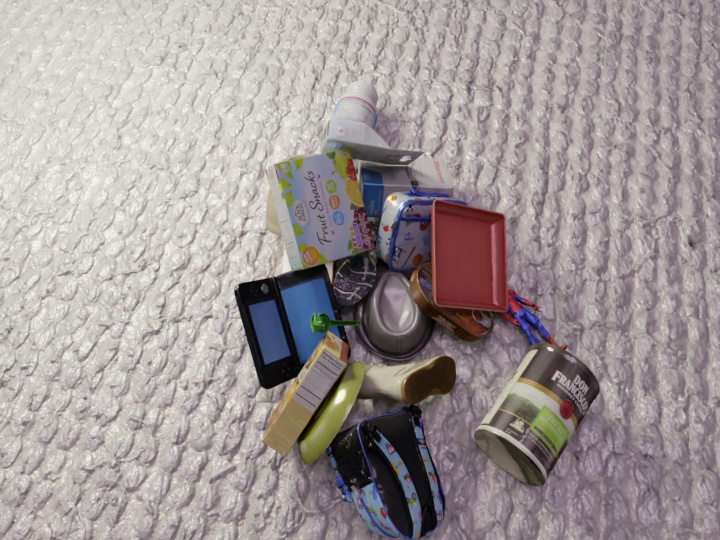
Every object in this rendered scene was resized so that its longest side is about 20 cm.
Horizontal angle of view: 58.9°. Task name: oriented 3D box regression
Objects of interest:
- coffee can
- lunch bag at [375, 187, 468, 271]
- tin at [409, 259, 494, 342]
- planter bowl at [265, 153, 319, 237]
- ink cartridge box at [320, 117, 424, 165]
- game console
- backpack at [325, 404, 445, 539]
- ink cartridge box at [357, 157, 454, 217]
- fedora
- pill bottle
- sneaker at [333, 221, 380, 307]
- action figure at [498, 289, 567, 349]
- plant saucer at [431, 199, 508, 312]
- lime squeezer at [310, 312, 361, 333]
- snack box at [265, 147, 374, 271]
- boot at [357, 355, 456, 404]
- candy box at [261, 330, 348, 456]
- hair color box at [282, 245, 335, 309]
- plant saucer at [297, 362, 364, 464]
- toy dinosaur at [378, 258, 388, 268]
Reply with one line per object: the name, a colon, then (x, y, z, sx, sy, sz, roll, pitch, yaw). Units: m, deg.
coffee can: (0.316, 0.256, 1.142, 0.145, 0.147, 0.201, 33, 66, 19)
lunch bag: (0.124, -0.084, 1.289, 0.196, 0.164, 0.075, -4, 29, -34)
tin: (0.182, 0.061, 1.267, 0.198, 0.042, 0.113, 36, 51, -13)
planter bowl: (-0.108, -0.168, 1.352, 0.195, 0.138, 0.201, 0, 25, 0)
ink cartridge box: (0.020, -0.258, 1.294, 0.195, 0.160, 0.049, 6, 89, -9)
game console: (-0.127, 0.101, 1.217, 0.116, 0.170, 0.205, -19, 86, 28)
backpack: (0.049, 0.351, 1.074, 0.181, 0.134, 0.204, -2, 65, -52)
ink cartridge box: (0.094, -0.183, 1.396, 0.194, 0.086, 0.146, 2, 34, -4)
fedora: (0.069, 0.074, 1.283, 0.172, 0.091, 0.204, 1, 60, 2)
pill bottle: (-0.019, -0.349, 1.519, 0.106, 0.110, 0.204, 12, 60, 8)
sneaker: (0.000, 0.000, 1.333, 0.076, 0.087, 0.203, 25, 61, 3)
action figure: (0.331, 0.095, 1.293, 0.065, 0.052, 0.201, -35, 63, -12)
plant saucer: (0.209, -0.024, 1.258, 0.196, 0.036, 0.205, 6, 79, -34)
lime squeezer: (-0.065, 0.102, 1.187, 0.069, 0.199, 0.039, 17, 91, 20)
snack box: (-0.077, -0.118, 1.235, 0.166, 0.067, 0.205, -16, 92, -28)
boot: (0.081, 0.205, 1.210, 0.152, 0.198, 0.074, -7, 90, 38)
candy box: (-0.096, 0.217, 1.139, 0.055, 0.116, 0.202, 32, 98, -5)
hair color box: (-0.108, 0.002, 1.347, 0.108, 0.064, 0.204, 1, 61, 3)
plant saucer: (-0.059, 0.244, 1.130, 0.031, 0.200, 0.202, 33, 63, -9)
toy dinosaur: (0.074, -0.105, 1.405, 0.103, 0.061, 0.204, 3, 60, 5)
